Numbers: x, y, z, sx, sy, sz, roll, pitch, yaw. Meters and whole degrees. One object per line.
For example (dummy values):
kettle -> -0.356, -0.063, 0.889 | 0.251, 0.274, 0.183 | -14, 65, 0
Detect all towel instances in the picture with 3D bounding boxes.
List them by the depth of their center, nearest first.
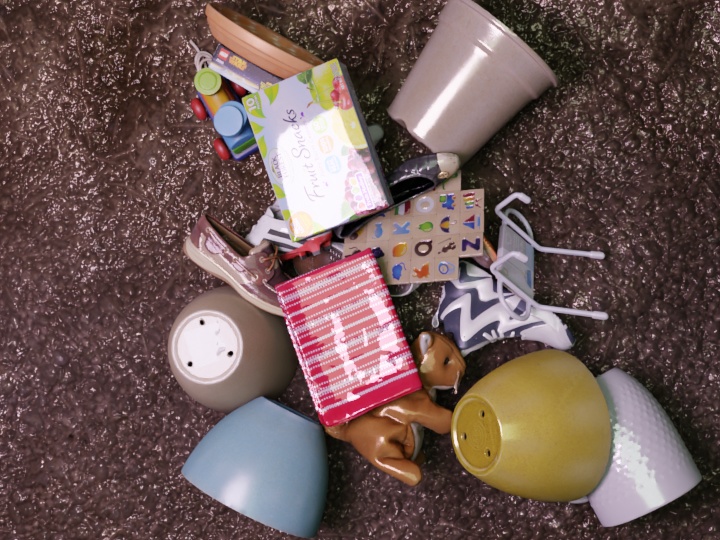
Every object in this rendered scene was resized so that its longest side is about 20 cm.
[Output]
towel -> -0.016, 0.087, 1.210 | 0.143, 0.022, 0.202 | -21, 81, 0

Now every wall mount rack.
wall mount rack -> 0.254, -0.009, 1.268 | 0.173, 0.074, 0.201 | 35, 43, -23

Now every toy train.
toy train -> -0.214, -0.263, 1.334 | 0.084, 0.116, 0.201 | -30, 84, 0

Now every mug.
mug -> 0.329, 0.241, 1.255 | 0.199, 0.147, 0.177 | -34, 76, 30

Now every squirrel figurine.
squirrel figurine -> 0.045, 0.159, 1.265 | 0.198, 0.141, 0.188 | 25, 94, 12

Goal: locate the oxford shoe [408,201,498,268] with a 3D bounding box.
oxford shoe -> 0.112, -0.057, 1.313 | 0.200, 0.071, 0.073 | 40, 89, 24

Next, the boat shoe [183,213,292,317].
boat shoe -> -0.142, -0.008, 1.255 | 0.199, 0.072, 0.072 | 33, 113, 1

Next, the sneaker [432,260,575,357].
sneaker -> 0.189, 0.088, 1.298 | 0.198, 0.079, 0.130 | 32, 89, 6

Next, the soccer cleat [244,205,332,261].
soccer cleat -> -0.132, -0.044, 1.314 | 0.198, 0.069, 0.086 | -16, 93, 24

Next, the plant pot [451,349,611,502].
plant pot -> 0.202, 0.205, 1.203 | 0.141, 0.199, 0.203 | 1, 83, -33

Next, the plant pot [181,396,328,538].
plant pot -> -0.121, 0.250, 1.244 | 0.198, 0.200, 0.136 | 25, 82, 5

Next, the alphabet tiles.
alphabet tiles -> 0.072, -0.058, 1.271 | 0.198, 0.006, 0.168 | -5, 64, 18

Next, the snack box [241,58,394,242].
snack box -> -0.055, -0.155, 1.220 | 0.141, 0.053, 0.202 | -20, 91, 14

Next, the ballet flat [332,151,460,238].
ballet flat -> 0.049, -0.101, 1.260 | 0.198, 0.066, 0.057 | -26, 55, 14

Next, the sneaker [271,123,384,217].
sneaker -> -0.034, -0.130, 1.341 | 0.200, 0.070, 0.080 | -43, 91, 6

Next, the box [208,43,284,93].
box -> -0.103, -0.253, 1.315 | 0.199, 0.137, 0.040 | 31, 103, 5

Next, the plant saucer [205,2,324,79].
plant saucer -> -0.130, -0.311, 1.299 | 0.199, 0.200, 0.038 | 31, 104, 5

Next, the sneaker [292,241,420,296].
sneaker -> 0.000, 0.000, 1.330 | 0.198, 0.084, 0.074 | 13, 102, 25

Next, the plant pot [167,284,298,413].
plant pot -> -0.188, 0.105, 1.257 | 0.185, 0.200, 0.190 | 0, 85, 4

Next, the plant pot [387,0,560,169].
plant pot -> 0.142, -0.250, 1.290 | 0.200, 0.200, 0.184 | 40, 100, 6
